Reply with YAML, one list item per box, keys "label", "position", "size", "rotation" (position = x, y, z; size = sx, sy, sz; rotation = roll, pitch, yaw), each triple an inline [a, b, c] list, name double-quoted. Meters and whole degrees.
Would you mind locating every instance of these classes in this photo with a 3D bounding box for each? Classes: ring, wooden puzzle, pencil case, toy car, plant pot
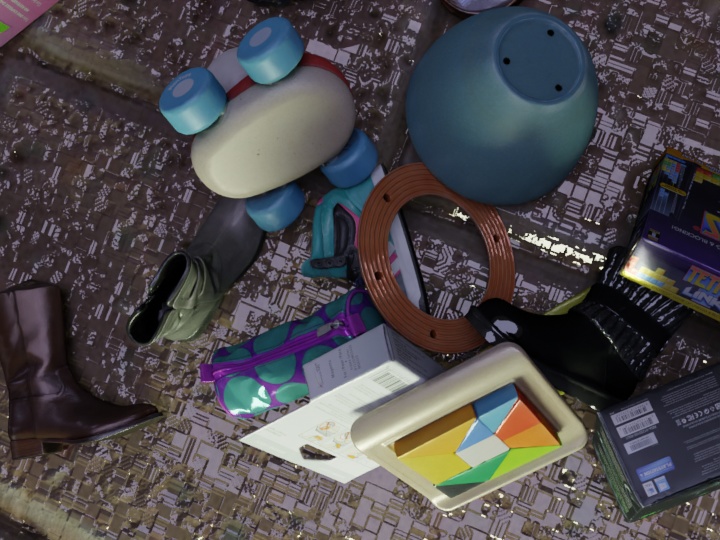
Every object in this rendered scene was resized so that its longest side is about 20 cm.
- label: "ring"
  position: [0.079, -0.013, 0.924]
  size: [0.199, 0.019, 0.202]
  rotation: [10, 71, -30]
- label: "wooden puzzle"
  position: [0.113, 0.165, 0.875]
  size: [0.184, 0.200, 0.037]
  rotation: [-29, 45, 14]
- label: "pencil case"
  position: [-0.062, 0.086, 0.921]
  size: [0.199, 0.092, 0.086]
  rotation: [-25, 63, 27]
- label: "toy car"
  position: [-0.101, -0.185, 0.943]
  size: [0.176, 0.185, 0.201]
  rotation: [-29, 43, 11]
- label: "plant pot"
  position: [0.155, -0.181, 0.894]
  size: [0.198, 0.135, 0.202]
  rotation: [2, 77, -9]

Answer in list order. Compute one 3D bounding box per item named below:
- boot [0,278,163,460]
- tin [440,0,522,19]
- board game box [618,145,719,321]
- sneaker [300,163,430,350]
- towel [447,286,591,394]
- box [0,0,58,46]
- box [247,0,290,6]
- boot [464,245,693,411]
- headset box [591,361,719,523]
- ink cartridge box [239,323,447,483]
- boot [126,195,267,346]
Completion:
- label: "boot"
  position: [-0.324, 0.095, 1.001]
  size: [0.185, 0.064, 0.202]
  rotation: [-13, 80, 3]
- label: "tin"
  position: [0.166, -0.359, 0.982]
  size: [0.200, 0.042, 0.112]
  rotation: [-39, 87, 3]
- label: "board game box"
  position: [0.369, -0.021, 0.879]
  size: [0.199, 0.057, 0.166]
  rotation: [25, 45, 7]
- label: "sneaker"
  position: [0.000, 0.000, 0.954]
  size: [0.120, 0.084, 0.202]
  rotation: [-17, 86, 7]
- label: "towel"
  position: [0.183, 0.103, 0.961]
  size: [0.199, 0.018, 0.087]
  rotation: [-31, 89, 3]
- label: "box"
  position: [-0.445, -0.364, 1.023]
  size: [0.199, 0.097, 0.176]
  rotation: [-37, 83, 4]
- label: "box"
  position: [-0.075, -0.404, 0.954]
  size: [0.051, 0.157, 0.202]
  rotation: [3, 86, -24]
- label: "boot"
  position: [0.221, 0.039, 0.898]
  size: [0.210, 0.079, 0.159]
  rotation: [28, 96, -19]
- label: "headset box"
  position: [0.319, 0.162, 0.853]
  size: [0.173, 0.200, 0.093]
  rotation: [-22, 68, 4]
- label: "ink cartridge box"
  position: [0.002, 0.140, 0.888]
  size: [0.173, 0.200, 0.044]
  rotation: [-28, 54, 19]
- label: "boot"
  position: [-0.167, -0.007, 0.949]
  size: [0.067, 0.131, 0.201]
  rotation: [28, 90, 8]
